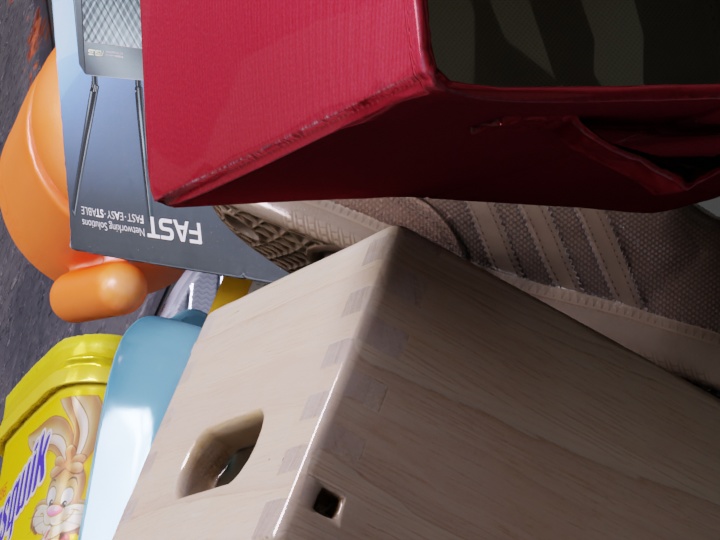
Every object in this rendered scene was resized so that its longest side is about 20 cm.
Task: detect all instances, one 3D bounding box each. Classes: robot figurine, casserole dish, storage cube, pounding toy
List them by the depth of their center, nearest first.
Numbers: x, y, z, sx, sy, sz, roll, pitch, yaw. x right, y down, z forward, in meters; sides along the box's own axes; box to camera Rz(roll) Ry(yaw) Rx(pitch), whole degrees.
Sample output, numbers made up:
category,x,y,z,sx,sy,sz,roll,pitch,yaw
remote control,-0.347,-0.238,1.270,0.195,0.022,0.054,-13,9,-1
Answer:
category,x,y,z,sx,sy,sz,roll,pitch,yaw
storage cube,0.047,-0.111,0.705,0.180,0.170,0.201,164,104,-65
pounding toy,0.023,0.107,0.856,0.200,0.184,0.143,-24,40,64
casserole dish,-0.069,0.112,1.183,0.039,0.121,0.201,-6,64,32
robot figurine,-0.108,-0.054,1.298,0.144,0.117,0.200,-41,-2,-23

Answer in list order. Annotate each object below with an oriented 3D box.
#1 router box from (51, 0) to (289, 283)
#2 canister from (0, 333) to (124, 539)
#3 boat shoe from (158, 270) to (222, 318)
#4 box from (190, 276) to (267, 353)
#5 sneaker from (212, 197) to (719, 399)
category,x,y,z,sx,sy,sz,roll,pitch,yaw
router box,-0.027,-0.075,0.953,0.200,0.062,0.151,8,107,47
canister,-0.140,0.151,1.370,0.149,0.086,0.201,139,141,-57
boat shoe,-0.078,0.082,1.281,0.062,0.072,0.201,166,118,-74
box,0.035,-0.002,0.977,0.200,0.041,0.119,11,74,45
sneaker,0.054,-0.013,0.843,0.070,0.199,0.076,83,-152,-73
